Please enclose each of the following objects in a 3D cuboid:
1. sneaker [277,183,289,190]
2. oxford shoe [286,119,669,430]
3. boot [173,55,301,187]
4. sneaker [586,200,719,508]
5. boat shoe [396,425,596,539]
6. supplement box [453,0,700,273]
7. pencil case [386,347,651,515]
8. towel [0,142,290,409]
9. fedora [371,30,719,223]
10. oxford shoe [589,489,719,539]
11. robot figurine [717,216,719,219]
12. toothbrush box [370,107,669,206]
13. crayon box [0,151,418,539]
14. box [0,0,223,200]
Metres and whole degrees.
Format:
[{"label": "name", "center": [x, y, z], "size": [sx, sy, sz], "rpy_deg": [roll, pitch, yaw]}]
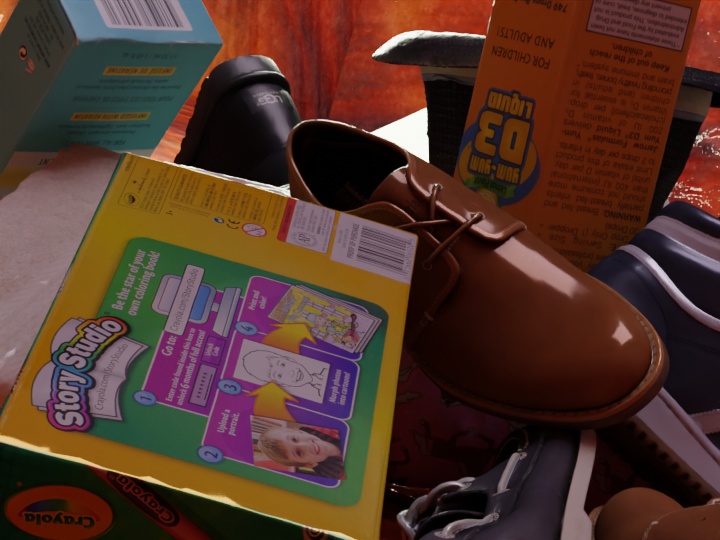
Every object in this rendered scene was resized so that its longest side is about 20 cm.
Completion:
[{"label": "sneaker", "center": [0.000, 0.000, 0.902], "size": [0.074, 0.087, 0.200], "rpy_deg": [-15, 15, -20]}, {"label": "oxford shoe", "center": [0.035, -0.002, 0.715], "size": [0.200, 0.071, 0.071], "rpy_deg": [32, -20, 39]}, {"label": "boot", "center": [-0.059, -0.005, 1.093], "size": [0.076, 0.200, 0.168], "rpy_deg": [-9, 53, -26]}, {"label": "sneaker", "center": [0.171, 0.060, 0.754], "size": [0.200, 0.109, 0.070], "rpy_deg": [45, -14, -5]}, {"label": "boat shoe", "center": [0.046, 0.091, 0.662], "size": [0.063, 0.073, 0.200], "rpy_deg": [19, 12, 2]}, {"label": "supplement box", "center": [0.091, -0.071, 0.780], "size": [0.069, 0.201, 0.066], "rpy_deg": [5, 11, -31]}, {"label": "pencil case", "center": [0.078, 0.072, 0.807], "size": [0.199, 0.087, 0.083], "rpy_deg": [14, -13, -13]}, {"label": "towel", "center": [-0.112, 0.007, 0.753], "size": [0.132, 0.035, 0.200], "rpy_deg": [13, 31, 19]}, {"label": "fedora", "center": [0.099, -0.064, 0.917], "size": [0.200, 0.092, 0.201], "rpy_deg": [8, 5, -1]}, {"label": "oxford shoe", "center": [0.132, 0.108, 0.636], "size": [0.071, 0.071, 0.200], "rpy_deg": [24, 5, -13]}, {"label": "robot figurine", "center": [0.240, 0.000, 0.834], "size": [0.150, 0.125, 0.200], "rpy_deg": [47, -29, -4]}, {"label": "toothbrush box", "center": [0.067, -0.041, 1.083], "size": [0.145, 0.086, 0.200], "rpy_deg": [-25, 19, -20]}, {"label": "crayon box", "center": [-0.049, 0.040, 0.615], "size": [0.118, 0.058, 0.200], "rpy_deg": [16, 29, -3]}, {"label": "box", "center": [-0.151, -0.061, 0.878], "size": [0.082, 0.200, 0.049], "rpy_deg": [-5, 56, -40]}]
